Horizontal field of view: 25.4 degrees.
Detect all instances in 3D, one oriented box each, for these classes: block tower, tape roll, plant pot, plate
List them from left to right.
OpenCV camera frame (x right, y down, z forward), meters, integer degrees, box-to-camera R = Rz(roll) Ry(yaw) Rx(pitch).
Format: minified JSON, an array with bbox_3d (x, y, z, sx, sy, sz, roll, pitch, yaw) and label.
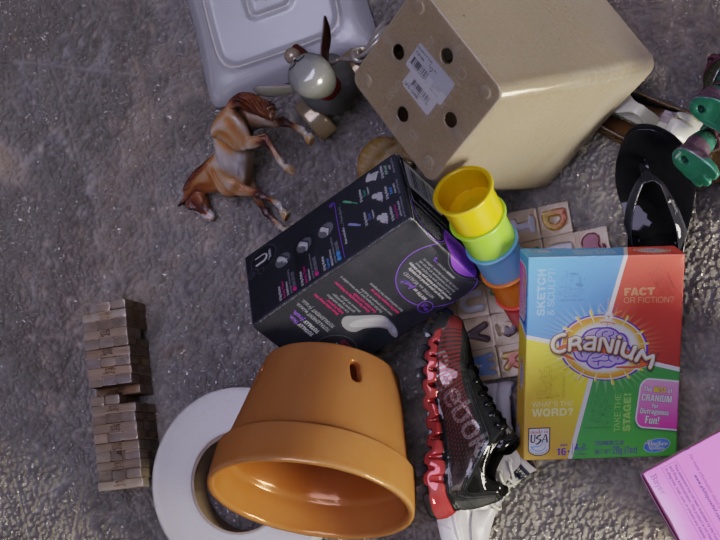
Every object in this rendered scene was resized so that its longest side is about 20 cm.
[{"bbox_3d":[-0.256,0.135,1.713,0.054,0.058,0.200,-9,79,16],"label":"block tower"},{"bbox_3d":[-0.121,0.222,1.670,0.203,0.037,0.203,-2,84,18],"label":"tape roll"},{"bbox_3d":[-0.097,-0.300,1.724,0.200,0.032,0.200,-18,79,15],"label":"plate"},{"bbox_3d":[-0.037,0.161,1.549,0.200,0.200,0.140,1,60,17],"label":"plant pot"},{"bbox_3d":[0.117,-0.192,1.527,0.200,0.177,0.200,54,136,15],"label":"plant pot"}]

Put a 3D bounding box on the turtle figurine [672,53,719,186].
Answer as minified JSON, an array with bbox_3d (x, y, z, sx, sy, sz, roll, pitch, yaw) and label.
[{"bbox_3d":[0.371,-0.170,1.517,0.101,0.200,0.150,18,133,35],"label":"turtle figurine"}]

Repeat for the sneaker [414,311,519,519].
[{"bbox_3d":[0.104,0.137,1.532,0.098,0.071,0.200,-5,76,16],"label":"sneaker"}]

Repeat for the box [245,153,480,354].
[{"bbox_3d":[0.000,0.000,1.582,0.200,0.122,0.106,-34,38,19],"label":"box"}]

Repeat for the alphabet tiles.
[{"bbox_3d":[0.162,0.023,1.620,0.200,0.006,0.166,-12,80,16],"label":"alphabet tiles"}]

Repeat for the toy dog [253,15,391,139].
[{"bbox_3d":[-0.047,-0.207,1.618,0.132,0.200,0.096,-42,82,-15],"label":"toy dog"}]

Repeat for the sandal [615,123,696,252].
[{"bbox_3d":[0.284,-0.041,1.534,0.076,0.043,0.200,0,105,15],"label":"sandal"}]

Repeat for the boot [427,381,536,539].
[{"bbox_3d":[0.126,0.208,1.574,0.096,0.074,0.200,-11,81,20],"label":"boot"}]

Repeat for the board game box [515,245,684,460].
[{"bbox_3d":[0.226,0.078,1.518,0.153,0.040,0.200,-2,102,-5],"label":"board game box"}]

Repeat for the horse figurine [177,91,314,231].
[{"bbox_3d":[-0.118,-0.117,1.663,0.133,0.050,0.200,32,137,18],"label":"horse figurine"}]

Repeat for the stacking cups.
[{"bbox_3d":[0.135,-0.014,1.529,0.060,0.200,0.061,-18,44,18],"label":"stacking cups"}]

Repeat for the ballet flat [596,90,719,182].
[{"bbox_3d":[0.287,-0.144,1.565,0.200,0.072,0.068,29,88,18],"label":"ballet flat"}]

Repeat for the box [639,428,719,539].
[{"bbox_3d":[0.373,0.178,1.448,0.200,0.176,0.097,-31,76,11],"label":"box"}]

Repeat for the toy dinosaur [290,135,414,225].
[{"bbox_3d":[0.028,-0.094,1.660,0.101,0.058,0.200,38,88,32],"label":"toy dinosaur"}]
